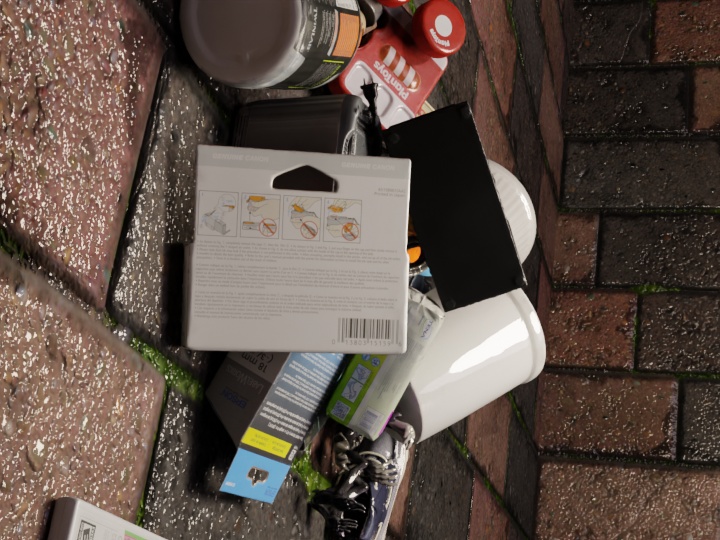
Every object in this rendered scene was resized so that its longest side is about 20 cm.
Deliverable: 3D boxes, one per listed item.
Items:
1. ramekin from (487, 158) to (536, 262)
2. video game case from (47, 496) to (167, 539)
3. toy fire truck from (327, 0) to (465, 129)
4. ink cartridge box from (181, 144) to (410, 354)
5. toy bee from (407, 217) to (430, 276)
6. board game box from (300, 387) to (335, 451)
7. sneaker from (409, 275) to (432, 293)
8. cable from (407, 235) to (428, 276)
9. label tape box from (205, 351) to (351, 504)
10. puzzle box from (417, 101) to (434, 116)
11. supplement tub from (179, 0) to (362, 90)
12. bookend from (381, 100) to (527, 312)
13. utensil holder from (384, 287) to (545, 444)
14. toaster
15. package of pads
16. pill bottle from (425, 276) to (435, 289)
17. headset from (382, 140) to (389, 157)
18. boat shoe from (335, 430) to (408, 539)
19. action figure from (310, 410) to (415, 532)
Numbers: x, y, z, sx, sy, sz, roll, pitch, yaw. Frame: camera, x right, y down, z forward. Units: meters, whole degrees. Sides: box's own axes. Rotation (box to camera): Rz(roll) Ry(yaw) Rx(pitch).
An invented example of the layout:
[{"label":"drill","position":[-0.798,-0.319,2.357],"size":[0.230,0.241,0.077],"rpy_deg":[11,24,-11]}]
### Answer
[{"label":"ramekin","position":[0.155,-0.063,1.672],"size":[0.094,0.201,0.204],"rpy_deg":[-44,134,-50]},{"label":"video game case","position":[-0.198,0.289,0.836],"size":[0.182,0.022,0.202],"rpy_deg":[56,38,-61]},{"label":"toy fire truck","position":[0.014,-0.261,1.286],"size":[0.200,0.112,0.169],"rpy_deg":[42,63,-24]},{"label":"ink cartridge box","position":[-0.056,-0.015,0.991],"size":[0.044,0.198,0.176],"rpy_deg":[174,-82,-76]},{"label":"toy bee","position":[0.069,-0.041,1.385],"size":[0.199,0.109,0.131],"rpy_deg":[23,107,-44]},{"label":"board game box","position":[-0.048,0.101,1.289],"size":[0.200,0.028,0.137],"rpy_deg":[-48,136,-64]},{"label":"sneaker","position":[0.052,-0.039,1.496],"size":[0.146,0.076,0.204],"rpy_deg":[46,57,-51]},{"label":"cable","position":[0.000,0.000,1.253],"size":[0.198,0.050,0.098],"rpy_deg":[5,98,-28]},{"label":"label tape box","position":[-0.085,0.116,1.086],"size":[0.201,0.063,0.144],"rpy_deg":[-61,158,-7]},{"label":"puzzle box","position":[0.047,-0.190,1.394],"size":[0.200,0.025,0.134],"rpy_deg":[41,37,-31]},{"label":"supplement tub","position":[-0.072,-0.228,1.029],"size":[0.200,0.121,0.124],"rpy_deg":[-25,115,-71]},{"label":"bookend","position":[0.097,-0.091,1.194],"size":[0.200,0.091,0.200],"rpy_deg":[-84,155,-71]},{"label":"utensil holder","position":[0.108,0.106,1.436],"size":[0.199,0.170,0.171],"rpy_deg":[-25,124,-26]},{"label":"toaster","position":[-0.053,-0.092,1.090],"size":[0.114,0.128,0.202],"rpy_deg":[24,69,-72]},{"label":"package of pads","position":[0.029,0.091,1.213],"size":[0.155,0.068,0.200],"rpy_deg":[-61,180,2]},{"label":"pill bottle","position":[0.113,-0.046,1.572],"size":[0.117,0.115,0.201],"rpy_deg":[-62,166,-55]},{"label":"headset","position":[-0.002,-0.104,1.312],"size":[0.200,0.093,0.125],"rpy_deg":[78,19,-69]},{"label":"boat shoe","position":[0.015,0.261,1.424],"size":[0.093,0.074,0.202],"rpy_deg":[70,27,-66]},{"label":"action figure","position":[0.009,0.215,1.345],"size":[0.119,0.101,0.201],"rpy_deg":[98,11,-49]}]
